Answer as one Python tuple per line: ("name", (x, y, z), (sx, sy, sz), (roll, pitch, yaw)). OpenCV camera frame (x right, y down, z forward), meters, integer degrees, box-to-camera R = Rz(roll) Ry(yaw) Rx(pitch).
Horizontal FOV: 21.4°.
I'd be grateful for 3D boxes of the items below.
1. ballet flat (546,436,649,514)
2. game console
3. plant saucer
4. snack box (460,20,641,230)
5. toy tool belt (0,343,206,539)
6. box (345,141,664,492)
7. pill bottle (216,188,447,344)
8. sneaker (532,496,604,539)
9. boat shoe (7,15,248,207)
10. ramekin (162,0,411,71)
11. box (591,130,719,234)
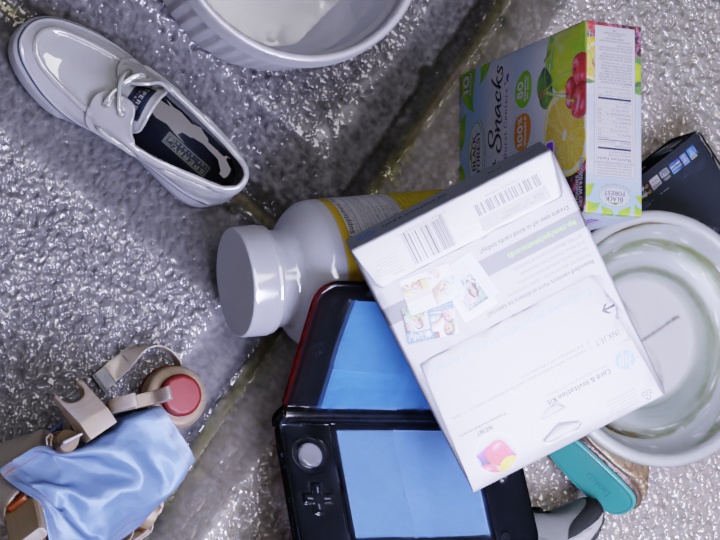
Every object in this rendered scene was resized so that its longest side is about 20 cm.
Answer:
("ballet flat", (0.155, 0.110, 1.505), (0.200, 0.070, 0.065), (47, 43, -15))
("game console", (0.050, 0.112, 1.376), (0.200, 0.119, 0.172), (3, 60, -26))
("plant saucer", (0.225, 0.054, 1.492), (0.200, 0.050, 0.200), (2, 84, -23))
("snack box", (0.140, -0.097, 1.438), (0.053, 0.200, 0.142), (5, 82, -23))
("toy tool belt", (-0.173, 0.133, 1.320), (0.200, 0.123, 0.125), (-38, 99, -23))
("box", (0.103, 0.033, 1.336), (0.156, 0.041, 0.200), (-27, 104, 0))
("pill bottle", (0.000, 0.000, 1.415), (0.200, 0.112, 0.112), (-6, 87, -23))
("sneaker", (0.099, 0.203, 1.459), (0.200, 0.074, 0.079), (-13, 84, -24))
("boat shoe", (-0.163, -0.121, 1.384), (0.200, 0.065, 0.074), (33, 73, -17))
("ramekin", (-0.062, -0.243, 1.420), (0.200, 0.105, 0.200), (2, 84, -23))
("box", (0.241, 0.006, 1.555), (0.200, 0.044, 0.160), (-36, 98, -22))
